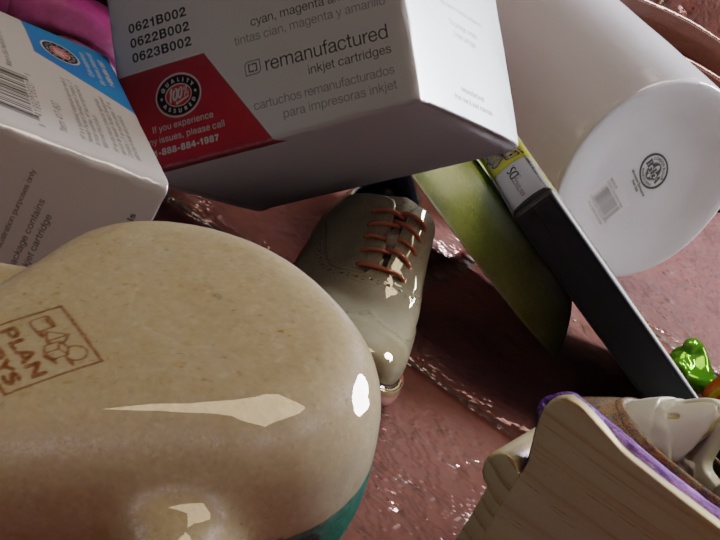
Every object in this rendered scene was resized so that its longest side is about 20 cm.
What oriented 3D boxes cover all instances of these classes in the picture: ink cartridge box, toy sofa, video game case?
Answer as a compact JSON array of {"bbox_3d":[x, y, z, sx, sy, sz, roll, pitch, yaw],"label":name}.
[{"bbox_3d":[-0.190,-0.061,0.653,0.198,0.085,0.146,20,19,-26],"label":"ink cartridge box"},{"bbox_3d":[0.135,0.128,0.631,0.199,0.098,0.083,35,19,18],"label":"toy sofa"},{"bbox_3d":[0.129,0.008,0.925,0.201,0.025,0.181,53,7,-21],"label":"video game case"},{"bbox_3d":[-0.027,-0.147,0.778,0.144,0.144,0.203,11,68,-66],"label":"ink cartridge box"}]

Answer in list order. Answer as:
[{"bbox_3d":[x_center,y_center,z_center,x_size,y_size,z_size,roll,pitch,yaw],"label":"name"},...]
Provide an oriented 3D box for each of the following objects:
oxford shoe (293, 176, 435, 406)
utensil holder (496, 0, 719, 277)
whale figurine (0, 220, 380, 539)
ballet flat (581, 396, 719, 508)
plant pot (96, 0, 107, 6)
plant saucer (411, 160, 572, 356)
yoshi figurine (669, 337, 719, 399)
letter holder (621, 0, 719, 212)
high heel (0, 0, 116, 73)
[{"bbox_3d":[0.000,0.000,0.804,0.070,0.074,0.200,26,18,-11],"label":"oxford shoe"},{"bbox_3d":[0.156,-0.115,1.212,0.169,0.171,0.200,15,24,-38],"label":"utensil holder"},{"bbox_3d":[-0.090,0.061,0.502,0.198,0.105,0.159,-16,43,-32],"label":"whale figurine"},{"bbox_3d":[0.174,0.104,0.808,0.200,0.068,0.068,41,20,31],"label":"ballet flat"},{"bbox_3d":[-0.121,-0.219,0.974,0.199,0.201,0.197,20,49,-27],"label":"plant pot"},{"bbox_3d":[0.064,-0.041,0.954,0.201,0.031,0.200,53,6,-8],"label":"plant saucer"},{"bbox_3d":[0.255,0.046,1.034,0.111,0.113,0.200,26,14,10],"label":"yoshi figurine"},{"bbox_3d":[0.285,-0.167,1.594,0.198,0.143,0.101,20,19,-28],"label":"letter holder"},{"bbox_3d":[-0.205,-0.152,0.872,0.199,0.068,0.096,32,39,-7],"label":"high heel"}]
